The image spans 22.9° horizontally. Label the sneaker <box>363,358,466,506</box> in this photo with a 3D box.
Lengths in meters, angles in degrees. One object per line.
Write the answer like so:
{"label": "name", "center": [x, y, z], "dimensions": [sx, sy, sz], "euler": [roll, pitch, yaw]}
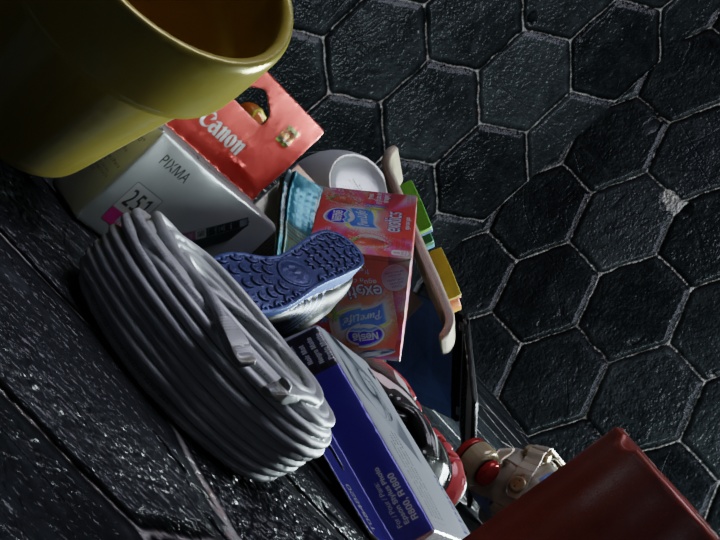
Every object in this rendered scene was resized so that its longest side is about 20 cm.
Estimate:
{"label": "sneaker", "center": [0.019, 0.132, 1.610], "dimensions": [0.201, 0.071, 0.098], "euler": [52, 3, 35]}

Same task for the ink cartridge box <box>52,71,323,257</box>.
{"label": "ink cartridge box", "center": [-0.118, -0.076, 1.373], "dimensions": [0.044, 0.174, 0.200], "euler": [50, 4, 30]}

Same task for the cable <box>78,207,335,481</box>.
{"label": "cable", "center": [-0.096, 0.049, 1.138], "dimensions": [0.200, 0.069, 0.200], "euler": [49, 3, 31]}

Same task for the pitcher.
{"label": "pitcher", "center": [-0.040, -0.037, 1.999], "dimensions": [0.172, 0.121, 0.200], "euler": [56, -38, -2]}

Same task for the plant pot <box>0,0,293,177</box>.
{"label": "plant pot", "center": [-0.179, -0.167, 1.199], "dimensions": [0.201, 0.189, 0.201], "euler": [31, 40, -30]}

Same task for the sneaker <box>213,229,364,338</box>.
{"label": "sneaker", "center": [-0.077, 0.026, 1.431], "dimensions": [0.070, 0.078, 0.200], "euler": [47, 36, 22]}

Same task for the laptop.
{"label": "laptop", "center": [0.065, 0.133, 1.985], "dimensions": [0.188, 0.116, 0.200], "euler": [88, 0, -46]}

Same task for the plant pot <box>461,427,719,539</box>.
{"label": "plant pot", "center": [0.159, 0.228, 1.253], "dimensions": [0.201, 0.195, 0.201], "euler": [48, 3, -3]}

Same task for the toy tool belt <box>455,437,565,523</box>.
{"label": "toy tool belt", "center": [0.183, 0.254, 1.913], "dimensions": [0.123, 0.125, 0.200], "euler": [40, -1, 35]}

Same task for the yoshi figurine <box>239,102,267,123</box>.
{"label": "yoshi figurine", "center": [-0.191, -0.138, 1.672], "dimensions": [0.200, 0.112, 0.112], "euler": [19, -43, 23]}

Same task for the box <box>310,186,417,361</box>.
{"label": "box", "center": [0.000, 0.000, 1.644], "dimensions": [0.094, 0.103, 0.200], "euler": [6, 20, 2]}

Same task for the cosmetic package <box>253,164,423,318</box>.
{"label": "cosmetic package", "center": [-0.044, 0.000, 1.871], "dimensions": [0.200, 0.087, 0.103], "euler": [49, -36, -5]}

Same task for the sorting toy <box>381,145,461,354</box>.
{"label": "sorting toy", "center": [0.068, -0.019, 1.825], "dimensions": [0.185, 0.036, 0.201], "euler": [69, 2, -81]}

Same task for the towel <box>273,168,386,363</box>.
{"label": "towel", "center": [-0.026, 0.002, 1.785], "dimensions": [0.146, 0.022, 0.200], "euler": [26, 47, -25]}

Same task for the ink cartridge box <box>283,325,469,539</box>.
{"label": "ink cartridge box", "center": [0.009, 0.141, 1.436], "dimensions": [0.200, 0.041, 0.200], "euler": [59, 8, 20]}
